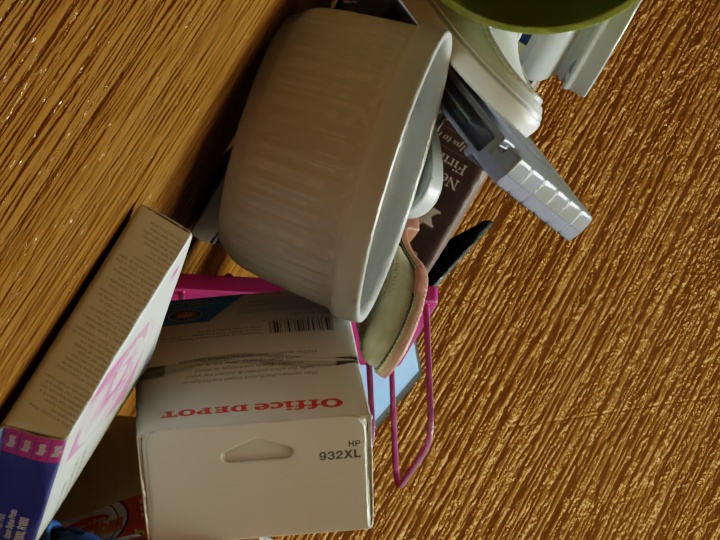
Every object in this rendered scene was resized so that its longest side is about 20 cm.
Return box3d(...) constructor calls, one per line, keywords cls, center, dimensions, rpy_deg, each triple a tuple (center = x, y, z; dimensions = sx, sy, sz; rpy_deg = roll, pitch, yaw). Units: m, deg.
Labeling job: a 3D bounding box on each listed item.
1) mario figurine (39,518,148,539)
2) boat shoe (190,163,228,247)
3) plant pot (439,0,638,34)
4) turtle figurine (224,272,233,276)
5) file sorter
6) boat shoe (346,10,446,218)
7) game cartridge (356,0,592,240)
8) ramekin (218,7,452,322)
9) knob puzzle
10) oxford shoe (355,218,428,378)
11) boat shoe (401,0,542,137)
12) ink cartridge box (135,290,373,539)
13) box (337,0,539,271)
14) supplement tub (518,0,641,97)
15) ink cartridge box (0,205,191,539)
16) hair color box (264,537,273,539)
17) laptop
box3d(cls="mario figurine", center=(-0.143, 0.219, 1.429), dimensions=(0.106, 0.199, 0.124), rpy_deg=(77, 29, -61))
box3d(cls="boat shoe", center=(-0.063, -0.036, 1.639), dimensions=(0.071, 0.091, 0.200), rpy_deg=(-60, 179, 2))
box3d(cls="plant pot", center=(0.124, -0.294, 1.535), dimensions=(0.193, 0.199, 0.201), rpy_deg=(-78, -165, -55))
box3d(cls="turtle figurine", center=(-0.080, 0.092, 2.076), dimensions=(0.194, 0.199, 0.145), rpy_deg=(-27, -121, 49))
box3d(cls="file sorter", center=(-0.051, 0.090, 1.697), dimensions=(0.139, 0.198, 0.126), rpy_deg=(117, -26, -64))
box3d(cls="boat shoe", center=(0.024, -0.106, 1.656), dimensions=(0.074, 0.068, 0.200), rpy_deg=(-46, -135, 16))
box3d(cls="game cartridge", center=(0.081, -0.113, 1.627), dimensions=(0.038, 0.200, 0.130), rpy_deg=(-39, 146, 7))
box3d(cls="ramekin", center=(-0.018, -0.076, 1.484), dimensions=(0.200, 0.104, 0.202), rpy_deg=(18, 90, -84))
box3d(cls="knob puzzle", center=(-0.150, 0.187, 1.528), dimensions=(0.220, 0.219, 0.030), rpy_deg=(-60, 146, -19))
box3d(cls="oxford shoe", center=(0.000, 0.000, 1.601), dimensions=(0.071, 0.073, 0.201), rpy_deg=(-57, -158, 28))
box3d(cls="boat shoe", center=(0.077, -0.182, 1.574), dimensions=(0.068, 0.201, 0.072), rpy_deg=(-38, 150, 9))
box3d(cls="ink cartridge box", center=(-0.071, 0.091, 1.473), dimensions=(0.200, 0.144, 0.084), rpy_deg=(-103, -170, -67))
box3d(cls="box", center=(0.035, -0.123, 1.847), dimensions=(0.201, 0.165, 0.164), rpy_deg=(-61, 178, 27))
box3d(cls="supplement tub", center=(0.113, -0.233, 1.704), dimensions=(0.146, 0.199, 0.145), rpy_deg=(-60, 178, -3))
box3d(cls="ink cartridge box", center=(-0.171, 0.086, 1.305), dimensions=(0.201, 0.043, 0.197), rpy_deg=(-61, 180, -27))
box3d(cls="hair color box", center=(-0.139, 0.206, 1.610), dimensions=(0.099, 0.199, 0.061), rpy_deg=(-59, 179, 1))
box3d(cls="laptop", center=(0.036, 0.073, 1.928), dimensions=(0.200, 0.103, 0.177), rpy_deg=(-29, -166, 48))
